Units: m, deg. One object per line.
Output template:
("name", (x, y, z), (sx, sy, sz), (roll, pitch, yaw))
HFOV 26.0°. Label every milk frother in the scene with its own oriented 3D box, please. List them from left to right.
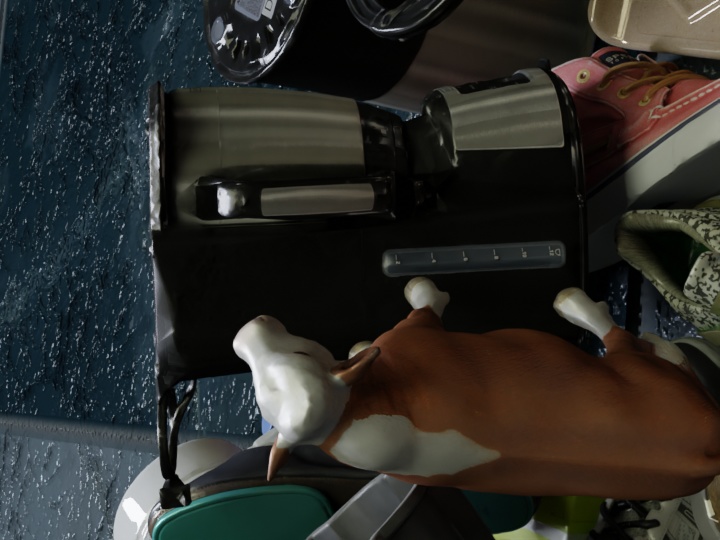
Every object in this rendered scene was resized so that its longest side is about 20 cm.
("milk frother", (0.050, -0.141, 0.806), (0.181, 0.188, 0.200), (-62, 38, 29))

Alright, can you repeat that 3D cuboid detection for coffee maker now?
("coffee maker", (0.000, 0.000, 0.742), (0.135, 0.199, 0.193), (-102, 12, -57))

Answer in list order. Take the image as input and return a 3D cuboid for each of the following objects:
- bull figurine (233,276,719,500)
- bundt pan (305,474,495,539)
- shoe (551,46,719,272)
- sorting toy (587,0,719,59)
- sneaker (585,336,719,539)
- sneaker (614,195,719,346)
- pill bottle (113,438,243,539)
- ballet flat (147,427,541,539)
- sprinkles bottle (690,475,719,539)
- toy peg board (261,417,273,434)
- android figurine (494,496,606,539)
("bull figurine", (0.047, 0.048, 0.621), (0.121, 0.199, 0.065), (-91, 13, -67))
("bundt pan", (-0.013, 0.169, 0.663), (0.076, 0.202, 0.202), (45, 132, 1))
("shoe", (0.141, -0.075, 0.750), (0.200, 0.071, 0.091), (-39, 60, 54))
("sorting toy", (0.203, -0.188, 0.729), (0.200, 0.036, 0.186), (19, 99, 52))
("sneaker", (0.132, 0.129, 0.704), (0.076, 0.087, 0.201), (4, 89, 57))
("sneaker", (0.178, 0.020, 0.664), (0.200, 0.088, 0.077), (33, 110, 54))
("pill bottle", (-0.047, 0.183, 0.855), (0.200, 0.114, 0.114), (37, 114, 43))
("ballet flat", (-0.007, 0.108, 0.791), (0.073, 0.199, 0.073), (-8, -90, -83))
("sprinkles bottle", (0.180, 0.074, 0.586), (0.200, 0.068, 0.068), (98, 170, -74))
("toy peg board", (-0.014, 0.042, 0.902), (0.200, 0.097, 0.200), (-151, 72, -71))
("android figurine", (0.081, 0.152, 0.827), (0.182, 0.041, 0.201), (11, 93, 57))
